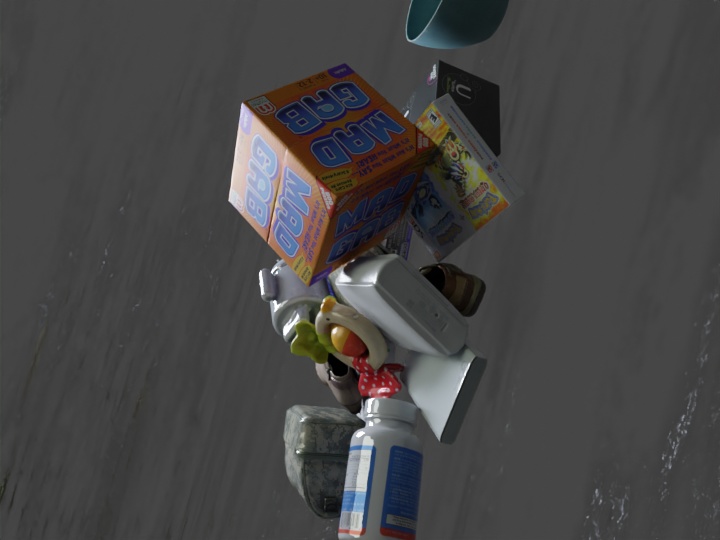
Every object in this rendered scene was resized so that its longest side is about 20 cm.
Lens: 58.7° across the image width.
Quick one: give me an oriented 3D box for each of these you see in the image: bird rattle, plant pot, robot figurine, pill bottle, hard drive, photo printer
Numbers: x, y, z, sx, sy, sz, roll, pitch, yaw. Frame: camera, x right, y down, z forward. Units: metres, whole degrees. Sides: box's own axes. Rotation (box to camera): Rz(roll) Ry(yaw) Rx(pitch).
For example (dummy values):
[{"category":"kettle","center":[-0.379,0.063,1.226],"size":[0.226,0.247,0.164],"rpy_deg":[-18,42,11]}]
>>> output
[{"category":"bird rattle","center":[-0.016,0.125,1.021],"size":[0.113,0.200,0.164],"rpy_deg":[-41,-21,-28]},{"category":"plant pot","center":[0.185,-0.485,1.146],"size":[0.200,0.134,0.202],"rpy_deg":[-163,90,-72]},{"category":"robot figurine","center":[-0.111,0.050,1.183],"size":[0.113,0.169,0.201],"rpy_deg":[-48,35,24]},{"category":"pill bottle","center":[0.035,0.296,0.935],"size":[0.112,0.111,0.202],"rpy_deg":[140,144,-60]},{"category":"hard drive","center":[0.117,0.149,0.957],"size":[0.200,0.026,0.133],"rpy_deg":[-128,56,-70]},{"category":"photo printer","center":[0.051,0.050,0.946],"size":[0.070,0.166,0.200],"rpy_deg":[-50,15,-13]}]

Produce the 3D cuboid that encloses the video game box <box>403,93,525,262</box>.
[{"category":"video game box","center":[0.124,-0.131,0.966],"size":[0.047,0.183,0.200],"rpy_deg":[-36,-5,-34]}]

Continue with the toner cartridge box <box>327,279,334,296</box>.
[{"category":"toner cartridge box","center":[-0.079,0.026,1.330],"size":[0.095,0.043,0.202],"rpy_deg":[-50,44,48]}]

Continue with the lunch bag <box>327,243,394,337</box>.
[{"category":"lunch bag","center":[0.000,0.000,1.141],"size":[0.202,0.117,0.164],"rpy_deg":[68,168,-23]}]

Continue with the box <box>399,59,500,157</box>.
[{"category":"box","center":[0.132,-0.220,1.085],"size":[0.200,0.123,0.150],"rpy_deg":[136,145,-56]}]

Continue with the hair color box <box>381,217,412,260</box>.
[{"category":"hair color box","center":[0.022,-0.096,1.286],"size":[0.200,0.064,0.111],"rpy_deg":[28,112,54]}]

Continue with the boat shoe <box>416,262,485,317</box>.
[{"category":"boat shoe","center":[0.118,0.017,0.988],"size":[0.076,0.073,0.200],"rpy_deg":[-70,18,-3]}]

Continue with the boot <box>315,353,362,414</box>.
[{"category":"boot","center":[-0.047,0.169,1.180],"size":[0.200,0.070,0.147],"rpy_deg":[52,165,41]}]

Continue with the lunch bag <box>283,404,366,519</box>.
[{"category":"lunch bag","center":[-0.069,0.343,1.162],"size":[0.200,0.138,0.170],"rpy_deg":[168,111,-73]}]

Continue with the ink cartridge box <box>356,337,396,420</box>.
[{"category":"ink cartridge box","center":[0.020,0.187,1.219],"size":[0.161,0.050,0.202],"rpy_deg":[-119,30,-66]}]

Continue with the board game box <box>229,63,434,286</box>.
[{"category":"board game box","center":[-0.051,-0.144,0.957],"size":[0.199,0.200,0.201],"rpy_deg":[-32,-21,-34]}]
